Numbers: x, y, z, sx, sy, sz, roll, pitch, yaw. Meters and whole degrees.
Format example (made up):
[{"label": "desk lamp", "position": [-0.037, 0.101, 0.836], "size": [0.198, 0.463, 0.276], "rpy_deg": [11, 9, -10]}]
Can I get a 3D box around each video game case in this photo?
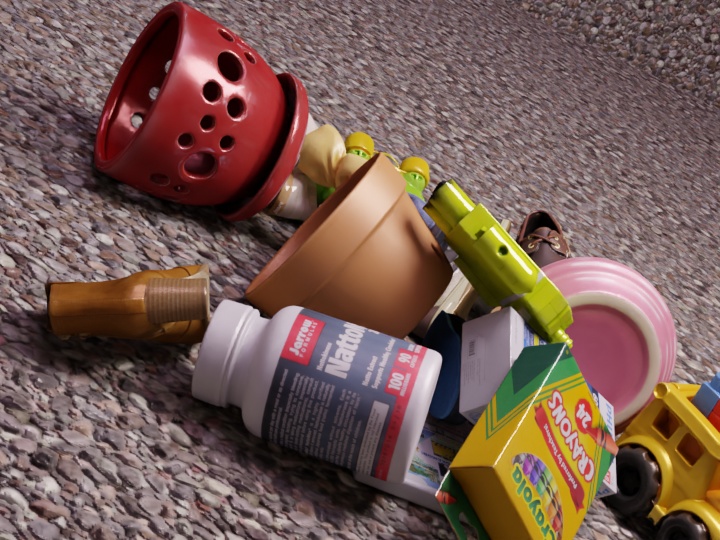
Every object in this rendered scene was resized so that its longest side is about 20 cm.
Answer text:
[{"label": "video game case", "position": [0.077, 0.174, 1.362], "size": [0.198, 0.022, 0.183], "rpy_deg": [24, 23, -16]}]

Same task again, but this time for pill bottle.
[{"label": "pill bottle", "position": [-0.039, 0.098, 1.236], "size": [0.198, 0.121, 0.120], "rpy_deg": [18, 22, 5]}]

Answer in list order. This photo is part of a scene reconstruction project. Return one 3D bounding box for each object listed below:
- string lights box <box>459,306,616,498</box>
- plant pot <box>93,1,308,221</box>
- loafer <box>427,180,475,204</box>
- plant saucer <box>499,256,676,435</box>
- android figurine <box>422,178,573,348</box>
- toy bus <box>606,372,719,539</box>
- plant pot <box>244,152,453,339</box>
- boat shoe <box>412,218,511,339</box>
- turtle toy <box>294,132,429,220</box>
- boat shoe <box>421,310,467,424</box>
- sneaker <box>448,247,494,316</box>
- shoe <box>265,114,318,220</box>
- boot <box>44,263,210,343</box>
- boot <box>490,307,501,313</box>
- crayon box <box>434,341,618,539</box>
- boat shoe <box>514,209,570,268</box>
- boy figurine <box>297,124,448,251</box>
[{"label": "string lights box", "position": [0.173, 0.134, 1.373], "size": [0.200, 0.059, 0.104], "rpy_deg": [41, 40, -38]}, {"label": "plant pot", "position": [-0.169, -0.164, 1.556], "size": [0.181, 0.201, 0.201], "rpy_deg": [25, 22, -28]}, {"label": "loafer", "position": [0.142, -0.056, 1.856], "size": [0.070, 0.073, 0.201], "rpy_deg": [21, 24, -19]}, {"label": "plant saucer", "position": [0.235, 0.089, 1.489], "size": [0.199, 0.202, 0.051], "rpy_deg": [26, 12, -9]}, {"label": "android figurine", "position": [0.137, 0.000, 1.395], "size": [0.200, 0.041, 0.182], "rpy_deg": [50, -6, 1]}, {"label": "toy bus", "position": [0.365, 0.197, 1.441], "size": [0.135, 0.193, 0.200], "rpy_deg": [10, 30, -42]}, {"label": "plant pot", "position": [0.000, 0.000, 1.439], "size": [0.140, 0.200, 0.200], "rpy_deg": [43, 21, -7]}, {"label": "boat shoe", "position": [0.111, 0.002, 1.623], "size": [0.064, 0.074, 0.200], "rpy_deg": [26, 49, 13]}, {"label": "turtle toy", "position": [-0.009, -0.080, 1.684], "size": [0.198, 0.101, 0.147], "rpy_deg": [22, 47, -12]}, {"label": "boat shoe", "position": [0.108, 0.095, 1.432], "size": [0.068, 0.085, 0.200], "rpy_deg": [29, 24, -10]}, {"label": "sneaker", "position": [0.156, 0.023, 1.719], "size": [0.073, 0.071, 0.201], "rpy_deg": [7, 53, -47]}, {"label": "shoe", "position": [-0.077, -0.134, 1.637], "size": [0.053, 0.070, 0.201], "rpy_deg": [15, 46, -18]}, {"label": "boot", "position": [-0.204, 0.030, 1.261], "size": [0.142, 0.072, 0.201], "rpy_deg": [-2, -5, -4]}, {"label": "boot", "position": [0.225, 0.077, 1.568], "size": [0.153, 0.074, 0.200], "rpy_deg": [10, 30, 31]}, {"label": "crayon box", "position": [0.148, 0.173, 1.234], "size": [0.200, 0.050, 0.128], "rpy_deg": [-52, 122, -42]}, {"label": "boat shoe", "position": [0.207, -0.016, 1.647], "size": [0.070, 0.071, 0.200], "rpy_deg": [1, 18, 0]}, {"label": "boy figurine", "position": [0.016, -0.086, 1.560], "size": [0.199, 0.065, 0.125], "rpy_deg": [35, -16, 18]}]
